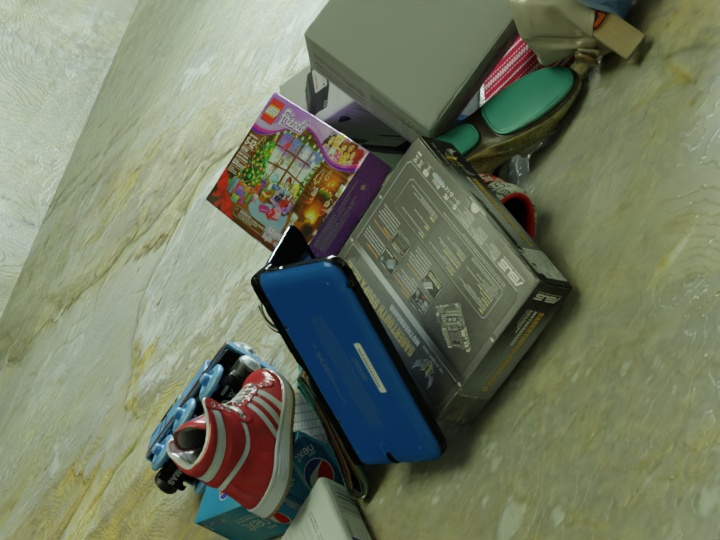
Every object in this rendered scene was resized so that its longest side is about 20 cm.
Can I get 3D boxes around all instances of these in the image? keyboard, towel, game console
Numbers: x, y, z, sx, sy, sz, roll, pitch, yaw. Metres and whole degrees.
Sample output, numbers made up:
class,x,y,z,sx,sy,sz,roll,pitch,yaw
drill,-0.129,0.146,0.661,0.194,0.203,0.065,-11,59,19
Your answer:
class,x,y,z,sx,sy,sz,roll,pitch,yaw
keyboard,-0.079,0.159,1.764,0.011,0.057,0.200,-21,1,-28
towel,-0.037,0.114,1.605,0.022,0.148,0.200,-23,26,2
game console,0.002,0.057,1.473,0.170,0.201,0.118,-11,24,49
towel,0.174,-0.243,1.701,0.145,0.022,0.201,-45,28,35

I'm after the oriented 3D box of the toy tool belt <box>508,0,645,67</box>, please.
class,x,y,z,sx,sy,sz,roll,pitch,yaw
toy tool belt,0.225,-0.283,1.533,0.122,0.125,0.202,8,71,34

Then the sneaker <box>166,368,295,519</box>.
class,x,y,z,sx,sy,sz,roll,pitch,yaw
sneaker,-0.125,0.143,1.612,0.071,0.112,0.201,-52,23,23

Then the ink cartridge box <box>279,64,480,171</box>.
class,x,y,z,sx,sy,sz,roll,pitch,yaw
ink cartridge box,0.017,-0.178,1.800,0.200,0.144,0.085,-25,59,58

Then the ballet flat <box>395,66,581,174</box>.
class,x,y,z,sx,sy,sz,roll,pitch,yaw
ballet flat,0.125,-0.121,1.583,0.199,0.071,0.071,-32,25,5

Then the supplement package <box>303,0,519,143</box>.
class,x,y,z,sx,sy,sz,roll,pitch,yaw
supplement package,0.065,-0.246,1.629,0.201,0.155,0.111,-53,-7,-7

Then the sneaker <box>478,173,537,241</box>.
class,x,y,z,sx,sy,sz,roll,pitch,yaw
sneaker,0.092,0.011,1.507,0.108,0.067,0.203,18,87,60

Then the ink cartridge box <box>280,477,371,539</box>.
class,x,y,z,sx,sy,sz,roll,pitch,yaw
ink cartridge box,-0.052,0.315,1.505,0.201,0.043,0.197,-60,21,12

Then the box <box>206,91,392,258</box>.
class,x,y,z,sx,sy,sz,roll,pitch,yaw
box,-0.066,-0.088,1.705,0.137,0.039,0.200,-57,39,2

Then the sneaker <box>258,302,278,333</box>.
class,x,y,z,sx,sy,sz,roll,pitch,yaw
sneaker,-0.073,-0.020,1.789,0.116,0.075,0.202,125,161,-46

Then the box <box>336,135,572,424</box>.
class,x,y,z,sx,sy,sz,roll,pitch,yaw
box,0.073,0.007,1.452,0.159,0.048,0.200,-56,49,24

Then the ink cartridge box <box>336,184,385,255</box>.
class,x,y,z,sx,sy,sz,roll,pitch,yaw
ink cartridge box,0.000,0.000,1.708,0.200,0.050,0.162,166,125,-76

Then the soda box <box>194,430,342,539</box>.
class,x,y,z,sx,sy,sz,roll,pitch,yaw
soda box,-0.091,0.221,1.685,0.200,0.064,0.068,-29,38,55

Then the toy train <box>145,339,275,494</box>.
class,x,y,z,sx,sy,sz,roll,pitch,yaw
toy train,-0.175,0.166,1.935,0.201,0.086,0.114,-55,15,19
